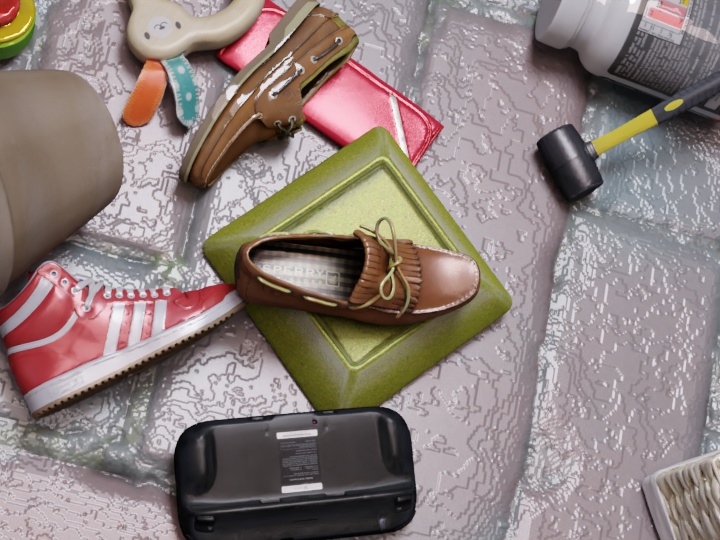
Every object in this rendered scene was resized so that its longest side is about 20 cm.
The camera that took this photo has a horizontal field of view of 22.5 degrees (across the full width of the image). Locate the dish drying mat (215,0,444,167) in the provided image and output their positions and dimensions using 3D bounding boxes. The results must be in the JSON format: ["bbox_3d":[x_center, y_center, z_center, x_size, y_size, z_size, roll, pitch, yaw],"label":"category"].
[{"bbox_3d":[-0.025,-0.159,1.596,0.200,0.018,0.077,36,69,-2],"label":"dish drying mat"}]

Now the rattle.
[{"bbox_3d":[-0.146,-0.234,1.525,0.130,0.143,0.200,31,63,-12],"label":"rattle"}]

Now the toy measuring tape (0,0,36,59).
[{"bbox_3d":[-0.273,-0.226,1.526,0.200,0.074,0.074,-24,79,-20],"label":"toy measuring tape"}]

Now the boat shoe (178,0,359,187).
[{"bbox_3d":[-0.076,-0.144,1.539,0.068,0.072,0.200,35,78,1],"label":"boat shoe"}]

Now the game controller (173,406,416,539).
[{"bbox_3d":[-0.051,0.167,1.468,0.199,0.042,0.105,-3,75,-16],"label":"game controller"}]

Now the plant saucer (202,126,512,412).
[{"bbox_3d":[0.003,-0.001,1.526,0.200,0.048,0.200,-35,84,-17],"label":"plant saucer"}]

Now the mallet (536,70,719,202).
[{"bbox_3d":[0.257,-0.123,1.601,0.200,0.041,0.066,-21,84,13],"label":"mallet"}]

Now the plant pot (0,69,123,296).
[{"bbox_3d":[-0.288,-0.079,1.421,0.173,0.200,0.200,-25,80,-36],"label":"plant pot"}]

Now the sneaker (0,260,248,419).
[{"bbox_3d":[-0.196,0.027,1.461,0.200,0.071,0.113,-26,84,-19],"label":"sneaker"}]

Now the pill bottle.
[{"bbox_3d":[0.268,-0.218,1.641,0.200,0.116,0.116,20,68,-8],"label":"pill bottle"}]

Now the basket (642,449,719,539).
[{"bbox_3d":[0.345,0.235,1.507,0.135,0.123,0.200,-15,76,-20],"label":"basket"}]

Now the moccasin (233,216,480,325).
[{"bbox_3d":[0.000,-0.002,1.458,0.201,0.078,0.074,10,73,-10],"label":"moccasin"}]
